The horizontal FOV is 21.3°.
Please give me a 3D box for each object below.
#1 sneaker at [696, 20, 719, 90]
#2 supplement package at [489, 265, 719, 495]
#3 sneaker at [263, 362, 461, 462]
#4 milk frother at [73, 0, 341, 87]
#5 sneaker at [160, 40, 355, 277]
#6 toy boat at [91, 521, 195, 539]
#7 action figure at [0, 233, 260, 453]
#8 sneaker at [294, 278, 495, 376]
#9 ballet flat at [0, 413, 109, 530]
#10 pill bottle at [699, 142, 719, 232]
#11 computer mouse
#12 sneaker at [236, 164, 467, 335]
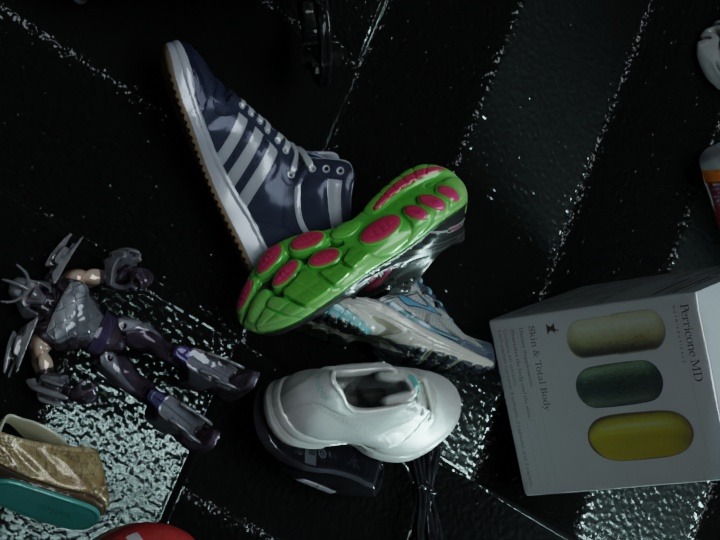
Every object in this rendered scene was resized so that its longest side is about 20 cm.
[{"bbox_3d":[0.398,-0.247,1.801,0.075,0.081,0.200,48,62,-18],"label":"sneaker"},{"bbox_3d":[0.239,0.087,1.575,0.150,0.199,0.153,-16,95,-51],"label":"supplement package"},{"bbox_3d":[0.024,0.101,1.480,0.199,0.088,0.076,1,65,-47],"label":"sneaker"},{"bbox_3d":[-0.111,-0.225,1.433,0.186,0.181,0.202,1,113,7],"label":"milk frother"},{"bbox_3d":[-0.073,-0.098,1.465,0.108,0.070,0.202,-24,107,-5],"label":"sneaker"},{"bbox_3d":[-0.138,0.281,1.374,0.130,0.130,0.202,-21,97,-33],"label":"toy boat"},{"bbox_3d":[-0.178,0.054,1.407,0.199,0.069,0.131,33,78,-22],"label":"action figure"},{"bbox_3d":[0.033,0.026,1.542,0.199,0.077,0.087,23,70,-29],"label":"sneaker"},{"bbox_3d":[-0.268,0.128,1.354,0.199,0.070,0.066,25,46,-32],"label":"ballet flat"},{"bbox_3d":[0.391,-0.028,1.756,0.112,0.113,0.202,-24,99,-32],"label":"pill bottle"},{"bbox_3d":[-0.015,0.169,1.506,0.199,0.046,0.142,18,58,-39],"label":"computer mouse"},{"bbox_3d":[0.000,0.000,1.450,0.199,0.077,0.084,-28,136,-6],"label":"sneaker"}]
